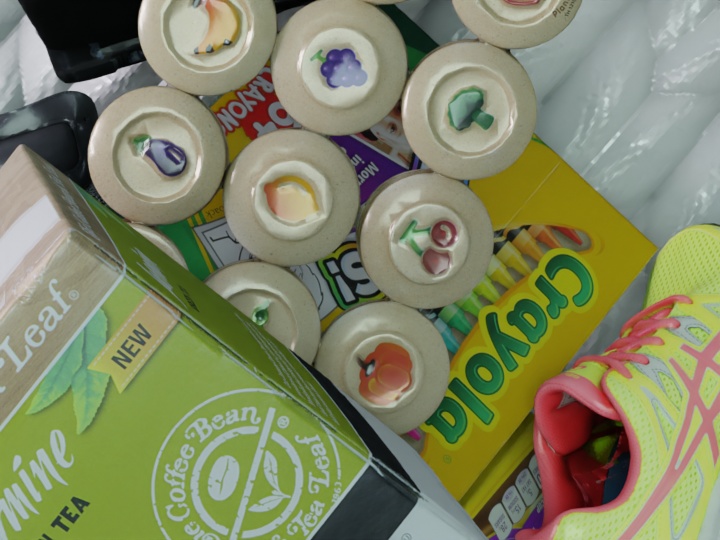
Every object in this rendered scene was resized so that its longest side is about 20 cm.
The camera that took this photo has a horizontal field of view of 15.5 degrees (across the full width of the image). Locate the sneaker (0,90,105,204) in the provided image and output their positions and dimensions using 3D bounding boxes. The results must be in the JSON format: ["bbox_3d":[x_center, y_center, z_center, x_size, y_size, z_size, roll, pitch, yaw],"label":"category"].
[{"bbox_3d":[-0.103,-0.008,1.090,0.199,0.075,0.114,15,69,-18],"label":"sneaker"}]

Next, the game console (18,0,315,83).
[{"bbox_3d":[-0.041,-0.158,1.042,0.199,0.117,0.176,-16,51,-2],"label":"game console"}]

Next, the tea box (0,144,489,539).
[{"bbox_3d":[-0.093,0.103,0.878,0.196,0.134,0.200,38,93,-19],"label":"tea box"}]

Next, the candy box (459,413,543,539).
[{"bbox_3d":[0.035,0.155,1.038,0.200,0.026,0.103,-48,123,-41],"label":"candy box"}]

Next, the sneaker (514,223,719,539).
[{"bbox_3d":[0.111,0.052,1.027,0.090,0.078,0.201,33,48,-20],"label":"sneaker"}]

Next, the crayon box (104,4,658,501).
[{"bbox_3d":[0.000,0.000,1.050,0.172,0.058,0.200,42,50,1],"label":"crayon box"}]

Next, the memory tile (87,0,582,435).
[{"bbox_3d":[-0.015,-0.049,0.947,0.153,0.017,0.201,18,96,-8],"label":"memory tile"}]
